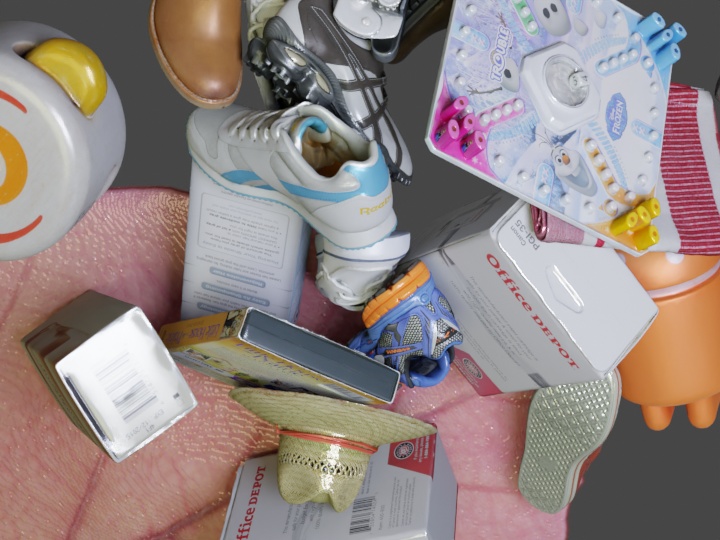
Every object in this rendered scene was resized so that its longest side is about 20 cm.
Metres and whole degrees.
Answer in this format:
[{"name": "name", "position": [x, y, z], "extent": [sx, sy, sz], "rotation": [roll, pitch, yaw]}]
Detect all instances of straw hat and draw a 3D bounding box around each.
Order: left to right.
[{"name": "straw hat", "position": [-0.032, 0.164, 1.162], "extent": [0.198, 0.201, 0.086], "rotation": [10, 78, 5]}]

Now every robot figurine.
[{"name": "robot figurine", "position": [0.251, 0.032, 1.115], "extent": [0.115, 0.143, 0.203], "rotation": [-24, 112, -23]}]

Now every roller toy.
[{"name": "roller toy", "position": [-0.299, -0.109, 1.138], "extent": [0.197, 0.140, 0.185], "rotation": [1, 113, 9]}]

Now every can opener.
[{"name": "can opener", "position": [0.030, -0.263, 1.028], "extent": [0.052, 0.067, 0.203], "rotation": [16, 80, 5]}]

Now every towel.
[{"name": "towel", "position": [0.207, -0.084, 1.028], "extent": [0.197, 0.146, 0.023], "rotation": [4, 158, -28]}]

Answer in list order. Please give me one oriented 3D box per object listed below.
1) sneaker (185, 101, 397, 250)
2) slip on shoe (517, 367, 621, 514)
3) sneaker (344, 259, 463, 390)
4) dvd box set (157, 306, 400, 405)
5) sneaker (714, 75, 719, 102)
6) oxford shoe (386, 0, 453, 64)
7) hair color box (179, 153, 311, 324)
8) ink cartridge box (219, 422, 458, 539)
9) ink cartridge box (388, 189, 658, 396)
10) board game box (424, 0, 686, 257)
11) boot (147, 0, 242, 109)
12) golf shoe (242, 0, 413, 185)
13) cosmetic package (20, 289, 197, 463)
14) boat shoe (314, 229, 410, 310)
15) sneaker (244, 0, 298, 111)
[{"name": "sneaker", "position": [-0.055, -0.094, 1.021], "extent": [0.198, 0.076, 0.082], "rotation": [26, 142, 29]}, {"name": "slip on shoe", "position": [0.184, 0.134, 1.167], "extent": [0.074, 0.061, 0.202], "rotation": [31, 142, 20]}, {"name": "sneaker", "position": [0.035, 0.069, 1.110], "extent": [0.075, 0.200, 0.079], "rotation": [-35, 75, -17]}, {"name": "dvd box set", "position": [-0.075, 0.076, 1.121], "extent": [0.145, 0.199, 0.030], "rotation": [24, 73, -23]}, {"name": "sneaker", "position": [0.357, -0.198, 1.024], "extent": [0.113, 0.076, 0.201], "rotation": [31, 109, 3]}, {"name": "oxford shoe", "position": [0.093, -0.217, 1.067], "extent": [0.199, 0.073, 0.084], "rotation": [-33, 115, 25]}, {"name": "hair color box", "position": [-0.096, -0.023, 1.151], "extent": [0.098, 0.061, 0.202], "rotation": [15, 132, 4]}, {"name": "ink cartridge box", "position": [-0.017, 0.232, 1.223], "extent": [0.197, 0.148, 0.084], "rotation": [-13, 121, 15]}, {"name": "ink cartridge box", "position": [0.125, 0.018, 1.084], "extent": [0.147, 0.083, 0.200], "rotation": [51, 156, -9]}, {"name": "board game box", "position": [0.151, -0.138, 0.984], "extent": [0.198, 0.203, 0.026], "rotation": [24, 153, -22]}, {"name": "boot", "position": [-0.102, -0.240, 1.012], "extent": [0.076, 0.203, 0.155], "rotation": [8, 157, -23]}, {"name": "golf shoe", "position": [-0.002, -0.144, 1.066], "extent": [0.095, 0.077, 0.200], "rotation": [-58, 137, -12]}, {"name": "cosmetic package", "position": [-0.224, 0.087, 1.167], "extent": [0.087, 0.200, 0.104], "rotation": [-35, 104, -16]}, {"name": "boat shoe", "position": [0.000, 0.000, 1.101], "extent": [0.072, 0.200, 0.067], "rotation": [0, 90, -4]}, {"name": "sneaker", "position": [-0.060, -0.206, 1.086], "extent": [0.073, 0.087, 0.203], "rotation": [-6, 109, 20]}]
